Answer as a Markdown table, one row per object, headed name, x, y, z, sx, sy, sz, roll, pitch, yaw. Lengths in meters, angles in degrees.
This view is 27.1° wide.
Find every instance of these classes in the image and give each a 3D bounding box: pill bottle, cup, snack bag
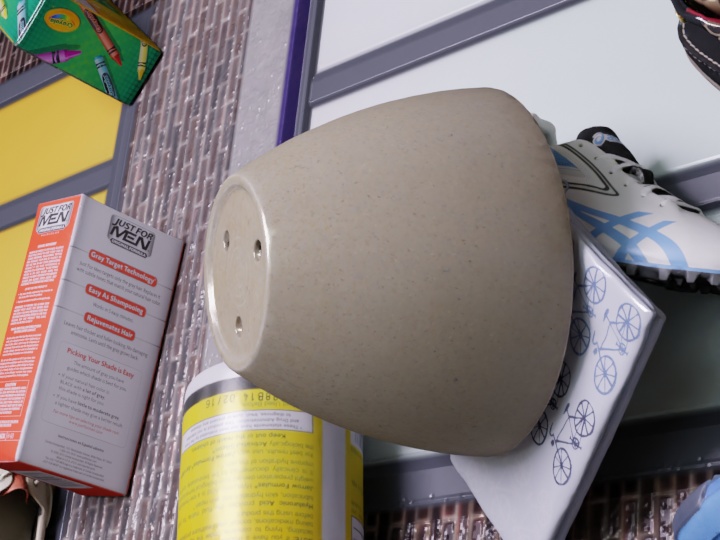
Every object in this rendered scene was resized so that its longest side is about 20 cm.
| name | x | y | z | sx | sy | sz | roll | pitch | yaw |
| --- | --- | --- | --- | --- | --- | --- | --- | --- | --- |
| pill bottle | -0.053 | 0.161 | 0.876 | 0.111 | 0.111 | 0.201 | -25 | 53 | 37 |
| cup | 0.000 | 0.000 | 0.789 | 0.200 | 0.143 | 0.201 | -179 | 90 | -66 |
| snack bag | 0.079 | 0.037 | 0.810 | 0.200 | 0.021 | 0.189 | 58 | 141 | 45 |

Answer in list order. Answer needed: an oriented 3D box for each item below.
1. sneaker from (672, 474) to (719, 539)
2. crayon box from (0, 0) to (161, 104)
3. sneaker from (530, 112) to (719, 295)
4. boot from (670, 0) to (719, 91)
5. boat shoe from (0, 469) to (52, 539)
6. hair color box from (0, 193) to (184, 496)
| name | x | y | z | sx | sy | sz | roll | pitch | yaw |
| --- | --- | --- | --- | --- | --- | --- | --- | --- | --- |
| sneaker | 0.223 | 0.111 | 0.643 | 0.200 | 0.066 | 0.079 | -25 | 57 | 37 |
| crayon box | -0.268 | -0.228 | 1.304 | 0.058 | 0.119 | 0.200 | -56 | 40 | 9 |
| sneaker | 0.138 | -0.037 | 0.804 | 0.200 | 0.072 | 0.073 | 29 | 103 | 50 |
| boot | 0.201 | -0.120 | 0.719 | 0.073 | 0.150 | 0.200 | -56 | 41 | 9 |
| boat shoe | -0.266 | 0.175 | 1.125 | 0.063 | 0.071 | 0.201 | -25 | 58 | 56 |
| hair color box | -0.205 | 0.057 | 1.103 | 0.061 | 0.101 | 0.201 | -7 | 64 | 45 |
